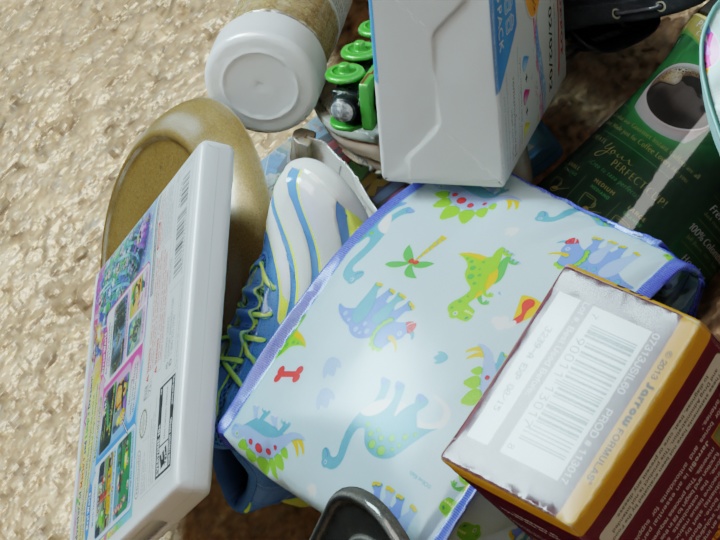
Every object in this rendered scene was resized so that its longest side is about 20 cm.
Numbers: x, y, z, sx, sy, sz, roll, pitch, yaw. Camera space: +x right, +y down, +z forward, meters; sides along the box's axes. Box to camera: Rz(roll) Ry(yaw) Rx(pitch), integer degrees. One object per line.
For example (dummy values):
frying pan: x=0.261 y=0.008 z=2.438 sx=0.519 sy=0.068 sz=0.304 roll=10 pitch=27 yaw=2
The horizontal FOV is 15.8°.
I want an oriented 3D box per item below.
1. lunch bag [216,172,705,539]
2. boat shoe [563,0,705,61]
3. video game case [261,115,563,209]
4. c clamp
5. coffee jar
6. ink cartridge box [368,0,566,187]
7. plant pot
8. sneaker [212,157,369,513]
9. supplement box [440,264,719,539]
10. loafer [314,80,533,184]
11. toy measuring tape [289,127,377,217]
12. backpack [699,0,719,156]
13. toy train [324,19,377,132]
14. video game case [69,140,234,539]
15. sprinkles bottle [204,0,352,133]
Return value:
lunch bag: x=0.057 y=0.051 z=1.295 sx=0.170 sy=0.127 sz=0.200 roll=29 pitch=86 yaw=40
boat shoe: x=0.130 y=-0.150 z=1.451 sx=0.075 sy=0.062 sz=0.200 roll=-29 pitch=4 yaw=-27
video game case: x=0.009 y=-0.053 z=1.534 sx=0.200 sy=0.018 sz=0.143 roll=-38 pitch=45 yaw=7
c clamp: x=0.015 y=0.201 z=1.238 sx=0.027 sy=0.200 sz=0.171 roll=-17 pitch=57 yaw=-25
coffee jar: x=0.175 y=-0.056 z=1.372 sx=0.200 sy=0.085 sz=0.104 roll=-47 pitch=47 yaw=0
ink cartridge box: x=0.064 y=-0.136 z=1.367 sx=0.068 sy=0.115 sz=0.200 roll=3 pitch=26 yaw=15
plant pot: x=-0.106 y=-0.001 z=1.494 sx=0.200 sy=0.027 sz=0.200 roll=-5 pitch=85 yaw=61
sneaker: x=-0.043 y=0.044 z=1.373 sx=0.105 sy=0.200 sz=0.076 roll=-22 pitch=29 yaw=-36
supplement box: x=0.140 y=0.099 z=1.209 sx=0.086 sy=0.200 sz=0.110 roll=26 pitch=78 yaw=42
loafer: x=0.034 y=-0.069 z=1.471 sx=0.072 sy=0.063 sz=0.200 roll=-29 pitch=25 yaw=-18
toy measuring tape: x=0.000 y=0.000 z=1.449 sx=0.074 sy=0.074 sz=0.200 roll=-43 pitch=61 yaw=3
backpack: x=0.261 y=-0.086 z=1.222 sx=0.200 sy=0.153 sz=0.176 roll=-25 pitch=67 yaw=14
toy train: x=0.032 y=-0.133 z=1.483 sx=0.056 sy=0.042 sz=0.200 roll=4 pitch=31 yaw=17
video game case: x=-0.114 y=0.056 z=1.400 sx=0.182 sy=0.024 sz=0.200 roll=135 pitch=143 yaw=-56
sprinkles bottle: x=-0.040 y=-0.159 z=1.559 sx=0.068 sy=0.068 sz=0.200 roll=-20 pitch=27 yaw=23
